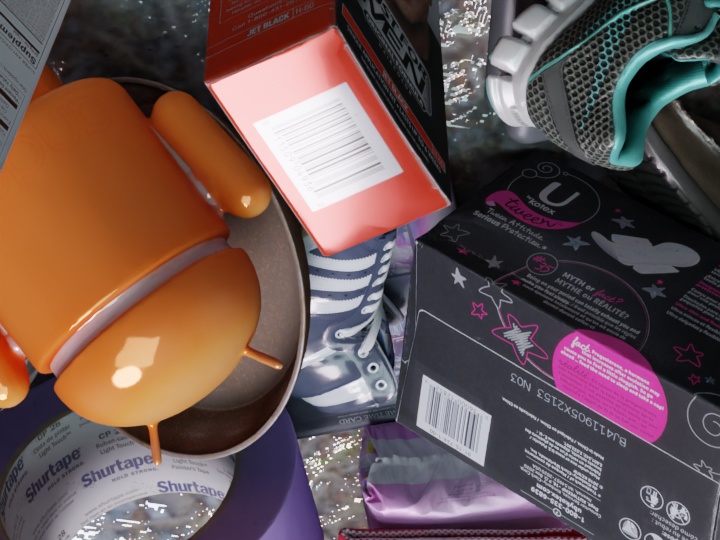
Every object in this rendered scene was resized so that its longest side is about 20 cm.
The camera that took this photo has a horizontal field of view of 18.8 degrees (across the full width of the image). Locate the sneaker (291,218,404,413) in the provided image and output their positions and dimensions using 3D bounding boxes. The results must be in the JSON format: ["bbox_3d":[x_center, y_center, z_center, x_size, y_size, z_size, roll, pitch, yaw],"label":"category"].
[{"bbox_3d":[0.000,0.000,1.134,0.108,0.070,0.200,30,130,-18],"label":"sneaker"}]

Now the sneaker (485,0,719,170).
[{"bbox_3d":[0.153,-0.127,1.010,0.200,0.091,0.077,-50,143,8],"label":"sneaker"}]

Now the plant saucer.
[{"bbox_3d":[-0.097,-0.003,1.114,0.199,0.034,0.201,15,115,34],"label":"plant saucer"}]

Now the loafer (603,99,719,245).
[{"bbox_3d":[0.196,-0.043,1.140,0.200,0.073,0.071,42,82,-28],"label":"loafer"}]

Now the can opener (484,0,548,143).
[{"bbox_3d":[0.070,-0.148,1.040,0.066,0.053,0.201,-12,133,-17],"label":"can opener"}]

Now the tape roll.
[{"bbox_3d":[-0.123,0.142,1.191,0.199,0.201,0.085,-8,130,5],"label":"tape roll"}]

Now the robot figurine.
[{"bbox_3d":[-0.127,-0.009,1.034,0.200,0.144,0.117,52,146,6],"label":"robot figurine"}]

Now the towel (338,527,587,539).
[{"bbox_3d":[0.058,0.217,1.272,0.144,0.023,0.201,0,133,0],"label":"towel"}]

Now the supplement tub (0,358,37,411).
[{"bbox_3d":[-0.248,0.044,1.144,0.122,0.123,0.200,35,127,-27],"label":"supplement tub"}]

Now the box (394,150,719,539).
[{"bbox_3d":[0.132,0.052,1.116,0.199,0.115,0.133,30,135,27],"label":"box"}]

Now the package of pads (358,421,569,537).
[{"bbox_3d":[0.066,0.168,1.293,0.120,0.076,0.201,-5,135,2],"label":"package of pads"}]

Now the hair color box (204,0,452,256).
[{"bbox_3d":[-0.012,-0.112,0.906,0.061,0.201,0.102,-22,128,17],"label":"hair color box"}]

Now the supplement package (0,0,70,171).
[{"bbox_3d":[-0.248,-0.103,0.955,0.191,0.201,0.147,-27,123,32],"label":"supplement package"}]

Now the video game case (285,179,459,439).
[{"bbox_3d":[-0.007,0.010,1.202,0.142,0.019,0.201,-11,129,8],"label":"video game case"}]
